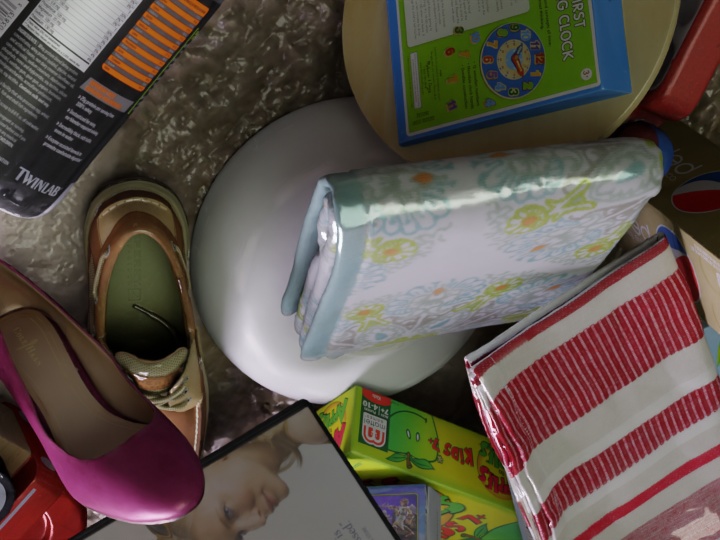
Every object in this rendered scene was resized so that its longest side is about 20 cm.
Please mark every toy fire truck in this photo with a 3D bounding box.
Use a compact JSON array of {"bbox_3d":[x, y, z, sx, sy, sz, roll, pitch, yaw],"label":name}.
[{"bbox_3d":[0.142,-0.125,0.898,0.112,0.168,0.200,20,106,-25],"label":"toy fire truck"},{"bbox_3d":[-0.218,0.190,0.953,0.176,0.129,0.200,-47,131,5],"label":"toy fire truck"}]

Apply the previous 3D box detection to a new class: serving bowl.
[{"bbox_3d":[0.000,0.000,0.964,0.200,0.066,0.200,-8,116,-16],"label":"serving bowl"}]

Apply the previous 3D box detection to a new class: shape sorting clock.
[{"bbox_3d":[0.079,-0.145,0.866,0.039,0.200,0.200,15,110,-55],"label":"shape sorting clock"}]

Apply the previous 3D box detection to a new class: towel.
[{"bbox_3d":[0.150,0.096,0.905,0.144,0.023,0.200,-32,118,-15],"label":"towel"},{"bbox_3d":[0.051,-0.012,0.849,0.171,0.200,0.048,-11,72,-14],"label":"towel"}]

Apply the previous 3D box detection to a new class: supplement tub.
[{"bbox_3d":[-0.151,-0.137,0.817,0.122,0.123,0.200,37,97,-29],"label":"supplement tub"}]

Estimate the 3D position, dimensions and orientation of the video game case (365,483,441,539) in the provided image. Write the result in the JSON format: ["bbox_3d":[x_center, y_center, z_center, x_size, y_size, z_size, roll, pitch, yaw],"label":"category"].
[{"bbox_3d":[-0.050,0.225,0.953,0.200,0.182,0.045,-4,162,15],"label":"video game case"}]

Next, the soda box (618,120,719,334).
[{"bbox_3d":[0.200,-0.030,0.942,0.064,0.200,0.068,-25,119,-7],"label":"soda box"}]

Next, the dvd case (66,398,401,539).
[{"bbox_3d":[-0.077,0.180,0.899,0.200,0.143,0.018,-30,164,-16],"label":"dvd case"}]

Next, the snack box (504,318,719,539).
[{"bbox_3d":[0.182,0.136,0.992,0.168,0.068,0.200,-22,106,-21],"label":"snack box"}]

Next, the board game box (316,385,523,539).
[{"bbox_3d":[0.049,0.143,1.027,0.200,0.048,0.102,23,144,-27],"label":"board game box"}]

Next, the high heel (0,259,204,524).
[{"bbox_3d":[-0.156,0.064,0.864,0.067,0.200,0.096,-36,129,-26],"label":"high heel"}]

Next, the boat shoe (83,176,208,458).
[{"bbox_3d":[-0.128,0.048,0.932,0.076,0.074,0.200,-9,115,-8],"label":"boat shoe"}]
